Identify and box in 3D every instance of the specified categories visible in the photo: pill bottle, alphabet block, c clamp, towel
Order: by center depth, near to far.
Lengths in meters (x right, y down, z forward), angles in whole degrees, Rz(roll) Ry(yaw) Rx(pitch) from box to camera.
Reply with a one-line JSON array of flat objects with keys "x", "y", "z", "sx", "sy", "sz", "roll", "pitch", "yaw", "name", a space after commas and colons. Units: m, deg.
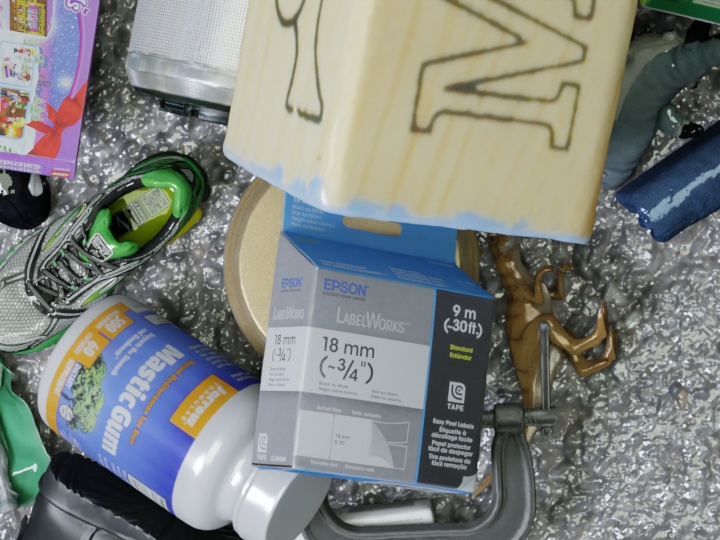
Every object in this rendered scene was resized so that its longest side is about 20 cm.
[{"x": 0.043, "y": -0.142, "z": 1.487, "sx": 0.195, "sy": 0.195, "sz": 0.201, "roll": 6, "pitch": 101, "yaw": -26, "name": "alphabet block"}, {"x": -0.120, "y": 0.111, "z": 1.638, "sx": 0.199, "sy": 0.112, "sz": 0.113, "roll": 31, "pitch": 94, "yaw": 22, "name": "pill bottle"}, {"x": 0.276, "y": -0.089, "z": 1.638, "sx": 0.199, "sy": 0.112, "sz": 0.049, "roll": -34, "pitch": 92, "yaw": 4, "name": "towel"}, {"x": 0.047, "y": 0.130, "z": 1.657, "sx": 0.199, "sy": 0.027, "sz": 0.172, "roll": -8, "pitch": 105, "yaw": 3, "name": "c clamp"}]

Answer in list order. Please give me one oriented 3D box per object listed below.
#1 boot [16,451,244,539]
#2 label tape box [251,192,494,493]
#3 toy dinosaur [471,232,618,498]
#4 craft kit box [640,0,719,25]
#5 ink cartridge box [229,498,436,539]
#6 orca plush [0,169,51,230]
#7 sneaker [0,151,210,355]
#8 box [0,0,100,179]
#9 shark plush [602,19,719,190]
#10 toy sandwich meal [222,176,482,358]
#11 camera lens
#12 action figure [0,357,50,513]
[{"x": -0.178, "y": 0.236, "z": 1.675, "sx": 0.197, "sy": 0.073, "sz": 0.163, "roll": 28, "pitch": 115, "yaw": -1, "name": "boot"}, {"x": 0.013, "y": 0.042, "z": 1.572, "sx": 0.143, "sy": 0.063, "sz": 0.201, "roll": 10, "pitch": 82, "yaw": -28, "name": "label tape box"}, {"x": 0.131, "y": 0.060, "z": 1.690, "sx": 0.106, "sy": 0.060, "sz": 0.201, "roll": -4, "pitch": 88, "yaw": 15, "name": "toy dinosaur"}, {"x": 0.250, "y": -0.246, "z": 1.567, "sx": 0.199, "sy": 0.049, "sz": 0.199, "roll": 9, "pitch": 54, "yaw": -31, "name": "craft kit box"}, {"x": -0.014, "y": 0.276, "z": 1.706, "sx": 0.160, "sy": 0.050, "sz": 0.201, "roll": -7, "pitch": 95, "yaw": 3, "name": "ink cartridge box"}, {"x": -0.282, "y": -0.123, "z": 1.682, "sx": 0.105, "sy": 0.071, "sz": 0.201, "roll": -12, "pitch": 92, "yaw": 3, "name": "orca plush"}, {"x": -0.199, "y": -0.015, "z": 1.678, "sx": 0.200, "sy": 0.085, "sz": 0.078, "roll": -42, "pitch": 91, "yaw": 5, "name": "sneaker"}, {"x": -0.255, "y": -0.172, "z": 1.652, "sx": 0.136, "sy": 0.039, "sz": 0.201, "roll": 9, "pitch": 72, "yaw": -6, "name": "box"}, {"x": 0.213, "y": -0.125, "z": 1.619, "sx": 0.200, "sy": 0.091, "sz": 0.084, "roll": -32, "pitch": 90, "yaw": 43, "name": "shark plush"}, {"x": 0.000, "y": 0.000, "z": 1.681, "sx": 0.204, "sy": 0.070, "sz": 0.207, "roll": 0, "pitch": 90, "yaw": 4, "name": "toy sandwich meal"}, {"x": -0.072, "y": -0.200, "z": 1.624, "sx": 0.159, "sy": 0.160, "sz": 0.201, "roll": 12, "pitch": 93, "yaw": 2, "name": "camera lens"}, {"x": -0.299, "y": 0.084, "z": 1.706, "sx": 0.117, "sy": 0.055, "sz": 0.201, "roll": -17, "pitch": 88, "yaw": 6, "name": "action figure"}]
